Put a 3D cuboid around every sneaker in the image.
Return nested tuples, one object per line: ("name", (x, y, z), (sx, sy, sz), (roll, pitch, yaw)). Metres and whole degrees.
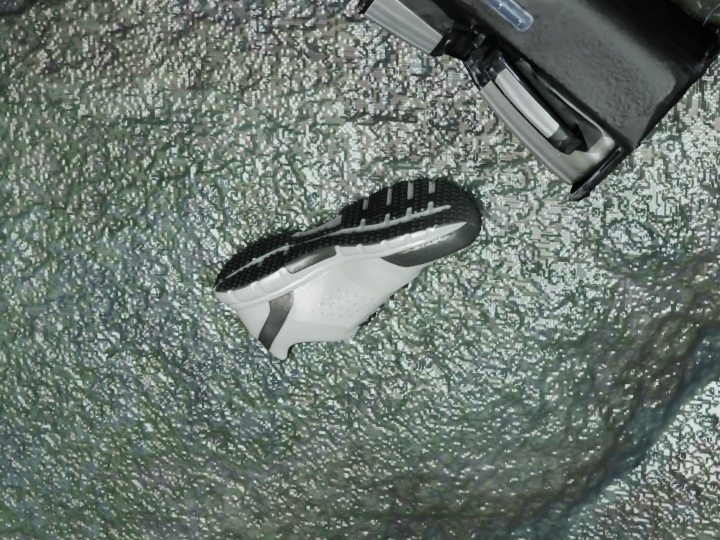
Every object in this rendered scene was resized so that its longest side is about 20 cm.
("sneaker", (0.000, 0.000, 1.573), (0.200, 0.074, 0.080), (-19, 117, 25))

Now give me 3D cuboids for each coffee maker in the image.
("coffee maker", (0.128, -0.178, 1.451), (0.200, 0.135, 0.192), (42, 90, -3))
